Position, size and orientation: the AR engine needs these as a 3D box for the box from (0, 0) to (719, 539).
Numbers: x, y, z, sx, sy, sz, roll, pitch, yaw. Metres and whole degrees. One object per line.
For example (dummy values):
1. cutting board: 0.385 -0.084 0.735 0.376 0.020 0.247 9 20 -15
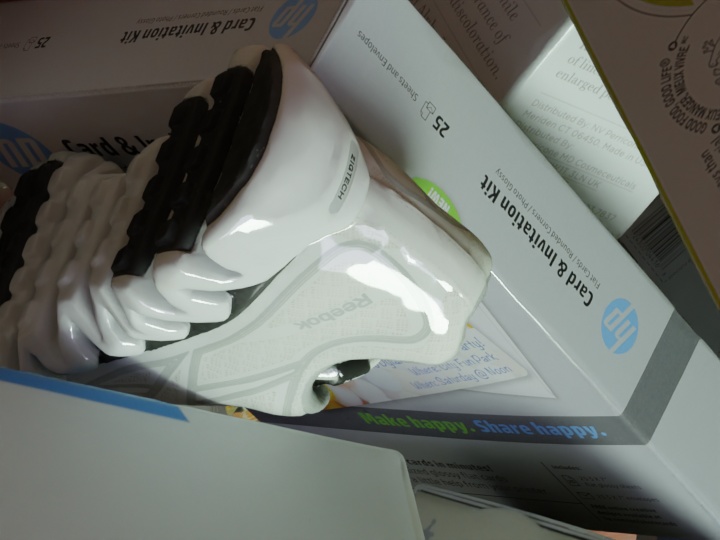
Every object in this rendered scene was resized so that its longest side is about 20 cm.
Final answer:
1. box: 0.000 0.000 0.710 0.200 0.156 0.041 47 59 -34

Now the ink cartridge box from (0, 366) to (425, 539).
1. ink cartridge box: -0.092 0.120 0.650 0.144 0.085 0.200 15 133 -30

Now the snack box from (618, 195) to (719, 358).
1. snack box: 0.174 0.018 0.799 0.116 0.200 0.037 -40 138 8

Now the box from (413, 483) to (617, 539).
1. box: 0.099 0.133 0.748 0.200 0.095 0.078 25 82 -35

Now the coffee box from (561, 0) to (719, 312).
1. coffee box: 0.189 -0.036 0.598 0.198 0.200 0.200 -39 131 17

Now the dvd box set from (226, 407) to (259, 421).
1. dvd box set: -0.025 0.065 0.877 0.146 0.029 0.200 9 127 -35

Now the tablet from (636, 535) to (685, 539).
1. tablet: 0.119 0.105 0.888 0.014 0.200 0.130 -7 146 28

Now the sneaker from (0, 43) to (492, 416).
1. sneaker: -0.044 0.009 0.647 0.081 0.075 0.200 29 157 -23

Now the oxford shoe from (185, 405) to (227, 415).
1. oxford shoe: -0.046 0.114 0.765 0.058 0.075 0.200 -20 104 -34

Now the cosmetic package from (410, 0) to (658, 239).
1. cosmetic package: 0.086 -0.115 0.699 0.074 0.102 0.200 17 121 -37
